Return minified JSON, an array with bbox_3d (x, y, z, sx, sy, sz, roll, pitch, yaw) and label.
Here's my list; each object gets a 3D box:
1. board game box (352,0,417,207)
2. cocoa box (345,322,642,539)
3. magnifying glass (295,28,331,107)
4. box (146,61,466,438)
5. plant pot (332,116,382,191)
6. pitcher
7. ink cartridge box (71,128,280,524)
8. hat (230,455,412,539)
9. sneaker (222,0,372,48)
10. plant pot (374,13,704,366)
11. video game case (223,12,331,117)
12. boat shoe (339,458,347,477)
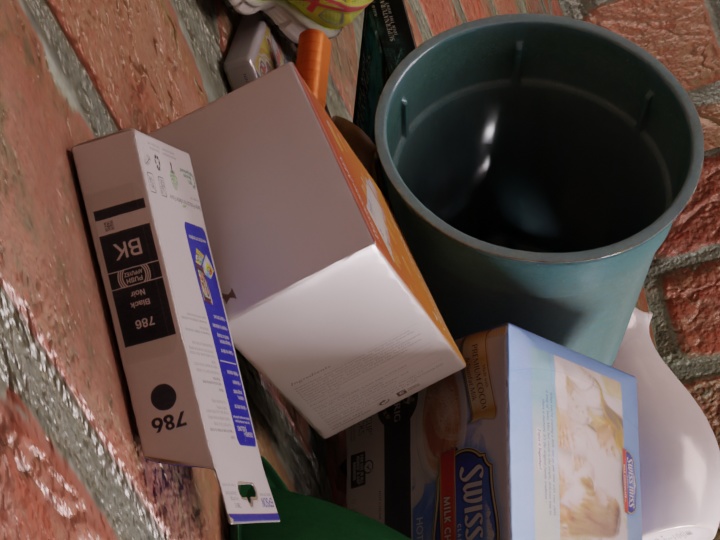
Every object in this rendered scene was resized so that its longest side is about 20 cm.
[{"bbox_3d":[0.022,-0.080,1.830,0.200,0.028,0.135,95,-16,-53],"label":"board game box"},{"bbox_3d":[0.081,0.152,1.578,0.133,0.131,0.200,22,59,-43],"label":"cocoa box"},{"bbox_3d":[-0.036,-0.063,1.678,0.080,0.022,0.200,49,37,-53],"label":"magnifying glass"},{"bbox_3d":[-0.029,-0.007,1.472,0.124,0.097,0.200,65,6,26],"label":"box"},{"bbox_3d":[0.000,0.000,1.706,0.200,0.027,0.200,-3,90,-86],"label":"plant pot"},{"bbox_3d":[0.194,0.113,1.998,0.172,0.121,0.200,34,37,-58],"label":"pitcher"},{"bbox_3d":[-0.091,0.034,1.315,0.099,0.039,0.200,26,48,-76],"label":"ink cartridge box"},{"bbox_3d":[0.044,0.173,1.431,0.166,0.176,0.200,-92,164,-44],"label":"hat"},{"bbox_3d":[-0.043,-0.208,1.706,0.200,0.090,0.078,19,45,-65],"label":"sneaker"},{"bbox_3d":[0.103,-0.024,1.666,0.196,0.200,0.200,95,-10,-52],"label":"plant pot"},{"bbox_3d":[-0.043,-0.089,1.783,0.200,0.023,0.182,-79,151,-67],"label":"video game case"},{"bbox_3d":[0.038,0.176,1.733,0.074,0.063,0.201,43,-17,43],"label":"boat shoe"}]
